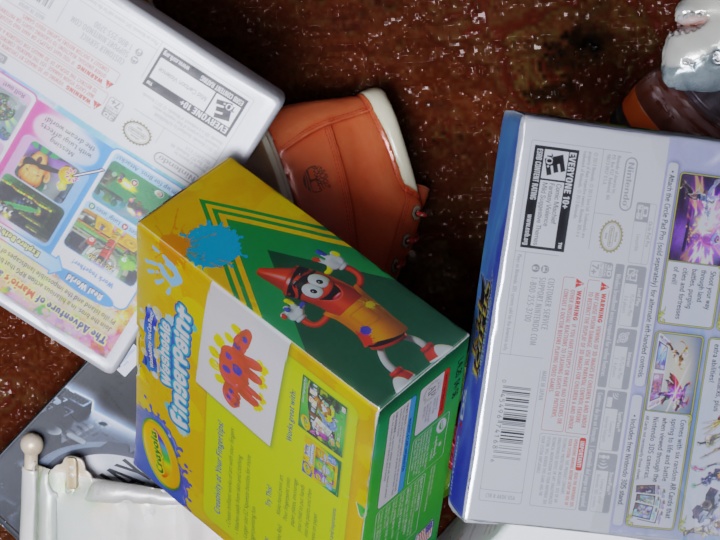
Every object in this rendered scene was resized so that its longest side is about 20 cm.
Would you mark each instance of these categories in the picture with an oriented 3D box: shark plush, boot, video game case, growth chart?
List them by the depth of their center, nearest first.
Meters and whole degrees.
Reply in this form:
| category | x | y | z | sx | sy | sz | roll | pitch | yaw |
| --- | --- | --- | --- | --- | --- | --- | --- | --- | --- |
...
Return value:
| category | x | y | z | sx | sy | sz | roll | pitch | yaw |
| --- | --- | --- | --- | --- | --- | --- | --- | --- | --- |
| video game case | 0.147 | 0.031 | 1.231 | 0.181 | 0.045 | 0.201 | 7 | 97 | -10 |
| shark plush | 0.247 | -0.111 | 1.247 | 0.199 | 0.091 | 0.084 | 13 | 83 | -21 |
| video game case | -0.168 | -0.071 | 1.303 | 0.200 | 0.024 | 0.182 | 33 | 110 | -2 |
| boot | 0.000 | 0.000 | 1.367 | 0.107 | 0.075 | 0.201 | -21 | 103 | -19 |
| growth chart | -0.110 | 0.182 | 1.447 | 0.199 | 0.018 | 0.145 | 13 | 111 | 8 |

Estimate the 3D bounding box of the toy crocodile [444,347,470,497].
| category | x | y | z | sx | sy | sz | roll | pitch | yaw |
| --- | --- | --- | --- | --- | --- | --- | --- | --- | --- |
| toy crocodile | 0.063 | 0.082 | 1.345 | 0.067 | 0.200 | 0.062 | 39 | 74 | -3 |

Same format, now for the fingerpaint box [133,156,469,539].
| category | x | y | z | sx | sy | sz | roll | pitch | yaw |
| --- | --- | --- | --- | --- | --- | --- | --- | --- | --- |
| fingerpaint box | -0.035 | 0.068 | 1.289 | 0.167 | 0.073 | 0.200 | 36 | 144 | 25 |

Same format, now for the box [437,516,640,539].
| category | x | y | z | sx | sy | sz | roll | pitch | yaw |
| --- | --- | --- | --- | --- | --- | --- | --- | --- | --- |
| box | 0.104 | 0.171 | 1.369 | 0.106 | 0.152 | 0.200 | 39 | 112 | -2 |

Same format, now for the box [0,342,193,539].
| category | x | y | z | sx | sy | sz | roll | pitch | yaw |
| --- | --- | --- | --- | --- | --- | --- | --- | --- | --- |
| box | -0.106 | 0.111 | 1.455 | 0.160 | 0.044 | 0.200 | 44 | 111 | -5 |

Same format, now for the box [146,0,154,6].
| category | x | y | z | sx | sy | sz | roll | pitch | yaw |
| --- | --- | --- | --- | --- | --- | --- | --- | --- | --- |
| box | -0.205 | -0.075 | 1.380 | 0.199 | 0.113 | 0.102 | -16 | 104 | 16 |

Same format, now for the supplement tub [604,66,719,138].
| category | x | y | z | sx | sy | sz | roll | pitch | yaw |
| --- | --- | --- | --- | --- | --- | --- | --- | --- | --- |
| supplement tub | 0.159 | -0.033 | 1.315 | 0.107 | 0.107 | 0.200 | 36 | 112 | -1 |
